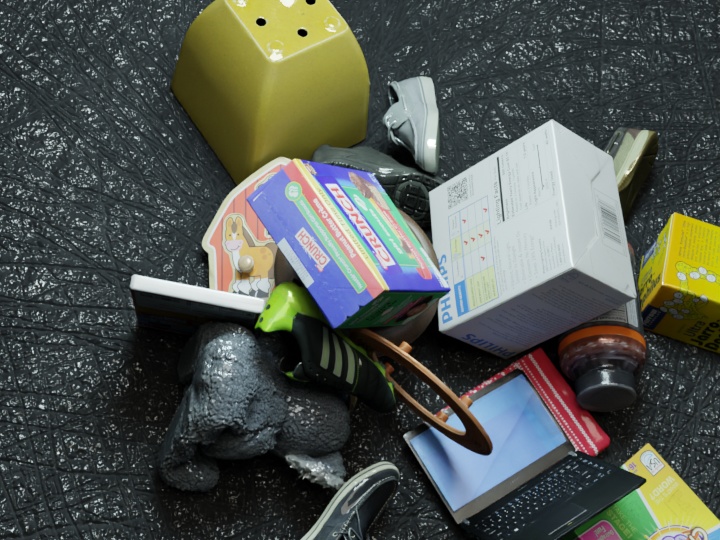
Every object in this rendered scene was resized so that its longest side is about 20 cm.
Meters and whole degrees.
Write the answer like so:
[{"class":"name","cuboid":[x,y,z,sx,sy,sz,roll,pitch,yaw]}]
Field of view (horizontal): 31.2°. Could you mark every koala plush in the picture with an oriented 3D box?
[{"class":"koala plush","cuboid":[-0.096,0.153,1.396,0.197,0.184,0.180,18,59,-15]}]

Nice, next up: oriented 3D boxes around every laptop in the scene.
[{"class":"laptop","cuboid":[0.178,0.209,1.423,0.176,0.199,0.105,-28,108,-21]}]

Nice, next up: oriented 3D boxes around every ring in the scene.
[{"class":"ring","cuboid":[0.067,0.125,1.380,0.200,0.201,0.019,39,77,12]}]

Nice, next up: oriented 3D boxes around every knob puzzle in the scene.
[{"class":"knob puzzle","cuboid":[-0.094,-0.043,1.526,0.216,0.030,0.223,-3,71,8]}]

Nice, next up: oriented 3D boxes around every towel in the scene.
[{"class":"towel","cuboid":[0.179,0.193,1.502,0.198,0.023,0.145,-29,72,-22]}]

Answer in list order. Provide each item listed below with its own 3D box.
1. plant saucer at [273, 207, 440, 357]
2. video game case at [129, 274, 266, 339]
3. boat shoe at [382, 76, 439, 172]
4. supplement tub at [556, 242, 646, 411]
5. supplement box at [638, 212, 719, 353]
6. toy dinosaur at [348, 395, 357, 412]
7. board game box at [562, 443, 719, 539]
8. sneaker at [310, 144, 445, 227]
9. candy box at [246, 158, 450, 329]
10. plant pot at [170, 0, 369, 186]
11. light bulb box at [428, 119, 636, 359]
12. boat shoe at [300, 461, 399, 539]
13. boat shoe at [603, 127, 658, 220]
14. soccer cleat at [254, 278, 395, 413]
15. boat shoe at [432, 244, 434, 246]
[{"class":"plant saucer","cuboid":[0.000,0.000,1.481,0.197,0.032,0.203,4,67,-10]},{"class":"video game case","cuboid":[-0.177,0.047,1.412,0.141,0.200,0.018,11,75,-5]},{"class":"boat shoe","cuboid":[0.063,-0.185,1.644,0.070,0.071,0.202,-3,34,0]},{"class":"supplement tub","cuboid":[0.286,0.064,1.545,0.105,0.107,0.203,6,59,-8]},{"class":"supplement box","cuboid":[0.453,0.029,1.599,0.197,0.109,0.111,18,59,0]},{"class":"toy dinosaur","cuboid":[-0.021,0.075,1.521,0.100,0.058,0.201,-27,65,-7]},{"class":"board game box","cuboid":[0.338,0.318,1.451,0.152,0.040,0.200,-34,72,-26]},{"class":"sneaker","cuboid":[0.028,-0.118,1.619,0.197,0.077,0.091,16,31,-17]},{"class":"candy box","cuboid":[-0.008,-0.026,1.364,0.170,0.077,0.199,56,20,14]},{"class":"plant pot","cuboid":[-0.103,-0.255,1.596,0.193,0.201,0.196,-28,70,-24]},{"class":"light bulb box","cuboid":[0.196,-0.032,1.513,0.124,0.199,0.201,23,52,-38]},{"class":"boat shoe","cuboid":[-0.019,0.289,1.373,0.062,0.075,0.200,28,63,34]},{"class":"boat shoe","cuboid":[0.318,-0.103,1.676,0.065,0.072,0.202,21,68,36]},{"class":"soccer cleat","cuboid":[-0.037,0.095,1.357,0.081,0.067,0.200,-52,121,-19]},{"class":"boat shoe","cuboid":[0.025,-0.029,1.572,0.197,0.063,0.074,19,59,0]}]
